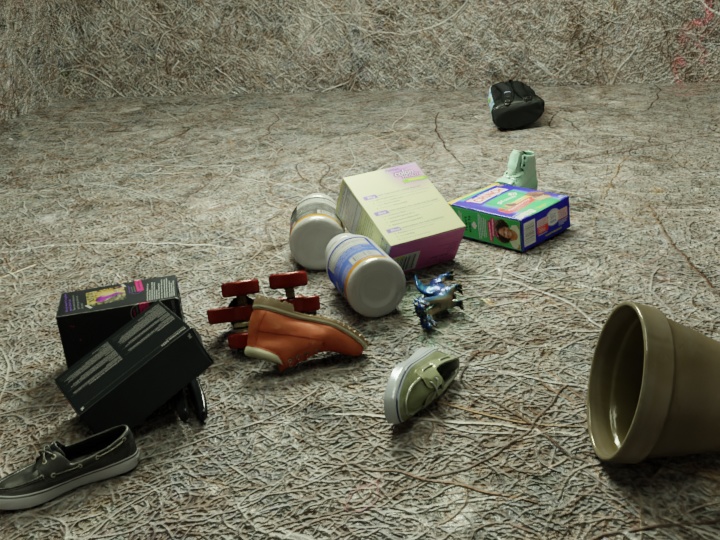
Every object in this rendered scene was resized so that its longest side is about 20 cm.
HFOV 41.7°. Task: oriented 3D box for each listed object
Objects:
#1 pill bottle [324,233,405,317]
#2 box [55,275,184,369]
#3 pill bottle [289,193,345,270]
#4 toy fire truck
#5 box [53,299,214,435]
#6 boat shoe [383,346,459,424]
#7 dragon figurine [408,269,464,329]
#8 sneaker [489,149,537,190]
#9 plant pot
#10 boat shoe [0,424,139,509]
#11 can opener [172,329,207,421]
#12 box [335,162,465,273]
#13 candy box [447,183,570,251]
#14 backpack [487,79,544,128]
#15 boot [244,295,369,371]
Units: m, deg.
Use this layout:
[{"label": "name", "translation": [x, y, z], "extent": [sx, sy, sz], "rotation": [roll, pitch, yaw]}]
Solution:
[{"label": "pill bottle", "translation": [0.000, 0.000, 1.736], "extent": [0.111, 0.113, 0.200], "rotation": [-12, 22, -15]}, {"label": "box", "translation": [-0.396, 0.095, 1.589], "extent": [0.198, 0.123, 0.106], "rotation": [-10, 23, -8]}, {"label": "pill bottle", "translation": [-0.089, -0.087, 1.968], "extent": [0.115, 0.117, 0.200], "rotation": [-6, 21, -1]}, {"label": "toy fire truck", "translation": [-0.166, 0.069, 1.645], "extent": [0.198, 0.113, 0.168], "rotation": [-9, -2, -9]}, {"label": "box", "translation": [-0.338, 0.151, 1.413], "extent": [0.200, 0.079, 0.141], "rotation": [-39, 30, -16]}, {"label": "boat shoe", "translation": [0.090, 0.161, 1.372], "extent": [0.062, 0.073, 0.200], "rotation": [1, 20, 23]}, {"label": "dragon figurine", "translation": [0.124, 0.040, 1.674], "extent": [0.099, 0.059, 0.200], "rotation": [-8, 23, -6]}, {"label": "sneaker", "translation": [0.330, -0.213, 2.165], "extent": [0.200, 0.119, 0.073], "rotation": [-26, 31, -38]}, {"label": "plant pot", "translation": [0.400, 0.151, 1.193], "extent": [0.172, 0.202, 0.200], "rotation": [9, 21, -4]}, {"label": "boat shoe", "translation": [-0.397, 0.257, 1.266], "extent": [0.198, 0.067, 0.070], "rotation": [-14, 23, -19]}, {"label": "can opener", "translation": [-0.271, 0.169, 1.461], "extent": [0.063, 0.079, 0.200], "rotation": [-2, 30, -11]}, {"label": "box", "translation": [0.076, -0.101, 1.872], "extent": [0.175, 0.097, 0.201], "rotation": [-16, 53, -27]}, {"label": "candy box", "translation": [0.311, -0.116, 1.988], "extent": [0.168, 0.078, 0.199], "rotation": [-25, 27, -38]}, {"label": "backpack", "translation": [0.452, -0.498, 2.831], "extent": [0.162, 0.154, 0.201], "rotation": [-12, 43, -1]}, {"label": "boot", "translation": [-0.089, 0.120, 1.528], "extent": [0.198, 0.108, 0.075], "rotation": [16, -17, -3]}]
